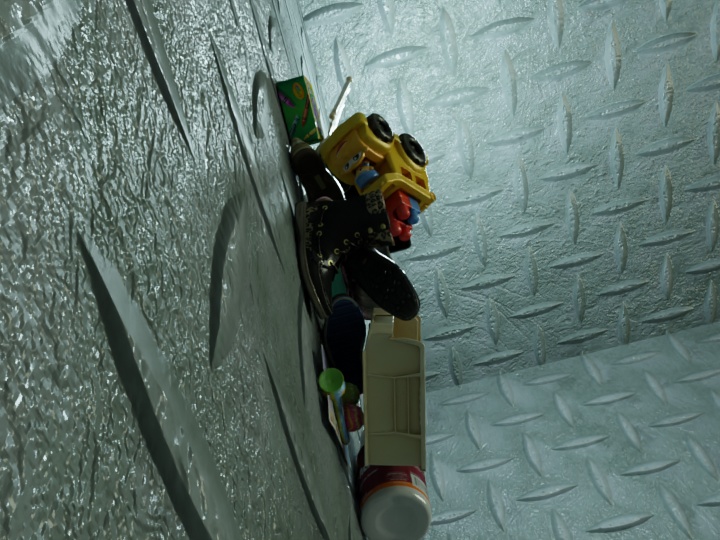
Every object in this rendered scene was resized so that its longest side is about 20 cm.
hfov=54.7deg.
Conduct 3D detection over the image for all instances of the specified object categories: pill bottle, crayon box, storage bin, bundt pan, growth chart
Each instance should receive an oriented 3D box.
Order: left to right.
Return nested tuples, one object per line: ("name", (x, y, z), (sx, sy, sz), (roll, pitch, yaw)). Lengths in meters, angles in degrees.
("crayon box", (-0.116, -0.313, 1.388), (0.200, 0.057, 0.122), (-85, 161, -81))
("growth chart", (-0.060, -0.279, 1.404), (0.146, 0.017, 0.202), (-72, -176, -45))
("bundt pan", (0.000, 0.000, 1.284), (0.202, 0.074, 0.206), (160, -89, -77))
("pill bottle", (0.050, 0.342, 1.148), (0.201, 0.111, 0.117), (-97, 173, -66))
("storage bin", (0.054, 0.175, 1.085), (0.200, 0.091, 0.204), (-65, 154, -82))

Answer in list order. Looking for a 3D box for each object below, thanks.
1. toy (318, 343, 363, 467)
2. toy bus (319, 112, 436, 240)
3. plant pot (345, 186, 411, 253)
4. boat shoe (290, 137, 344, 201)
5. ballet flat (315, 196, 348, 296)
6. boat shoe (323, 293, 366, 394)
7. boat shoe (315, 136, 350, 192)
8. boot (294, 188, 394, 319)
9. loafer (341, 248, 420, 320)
("toy", (-0.020, 0.202, 1.032), (0.201, 0.046, 0.117), (72, 7, -56))
("toy bus", (0.038, -0.153, 1.239), (0.198, 0.135, 0.195), (24, 41, -39))
("plant pot", (0.005, -0.140, 1.853), (0.177, 0.195, 0.204), (-148, -137, -78))
("boat shoe", (-0.081, -0.172, 1.322), (0.077, 0.070, 0.202), (61, -5, 41))
("ballet flat", (-0.063, -0.034, 1.211), (0.071, 0.068, 0.204), (-138, -145, -62))
("boat shoe", (-0.029, 0.115, 1.162), (0.073, 0.070, 0.204), (-108, -168, -55))
("boat shoe", (-0.048, -0.188, 1.396), (0.066, 0.074, 0.200), (43, -21, 17))
("boot", (-0.020, -0.034, 1.076), (0.074, 0.147, 0.204), (72, 6, -57))
("loafer", (0.029, 0.009, 1.125), (0.200, 0.068, 0.070), (45, 1, 31))
